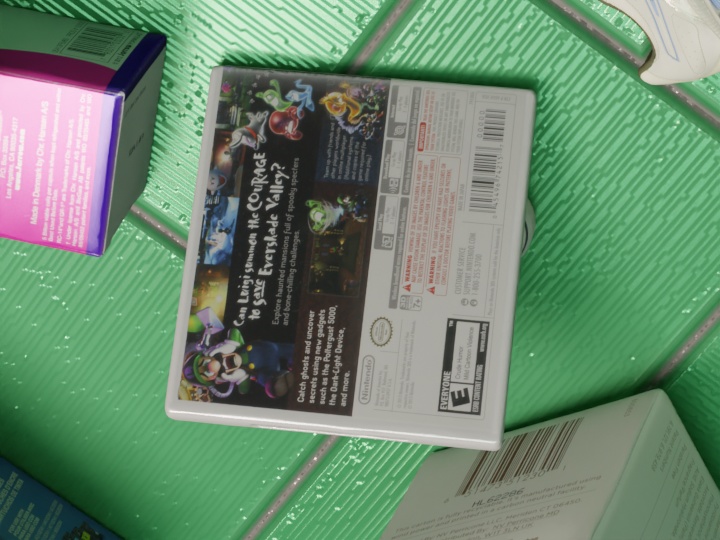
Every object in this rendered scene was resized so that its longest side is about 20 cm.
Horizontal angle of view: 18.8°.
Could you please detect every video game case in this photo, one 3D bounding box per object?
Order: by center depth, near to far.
[{"bbox_3d":[-0.004,-0.009,1.178,0.182,0.023,0.200,5,76,6],"label":"video game case"}]

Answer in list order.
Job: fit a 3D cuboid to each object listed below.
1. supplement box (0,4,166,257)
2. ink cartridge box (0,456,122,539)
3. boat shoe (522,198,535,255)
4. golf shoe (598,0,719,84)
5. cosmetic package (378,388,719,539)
[{"bbox_3d":[-0.220,-0.089,1.196,0.200,0.101,0.103,13,115,4],"label":"supplement box"},{"bbox_3d":[-0.232,0.199,1.342,0.200,0.076,0.136,36,114,-6],"label":"ink cartridge box"},{"bbox_3d":[0.000,0.000,1.221,0.200,0.066,0.072,-10,112,13],"label":"boat shoe"},{"bbox_3d":[0.134,-0.181,1.118,0.097,0.078,0.200,-27,103,32],"label":"golf shoe"},{"bbox_3d":[0.125,0.206,1.222,0.167,0.166,0.200,-20,110,31],"label":"cosmetic package"}]
